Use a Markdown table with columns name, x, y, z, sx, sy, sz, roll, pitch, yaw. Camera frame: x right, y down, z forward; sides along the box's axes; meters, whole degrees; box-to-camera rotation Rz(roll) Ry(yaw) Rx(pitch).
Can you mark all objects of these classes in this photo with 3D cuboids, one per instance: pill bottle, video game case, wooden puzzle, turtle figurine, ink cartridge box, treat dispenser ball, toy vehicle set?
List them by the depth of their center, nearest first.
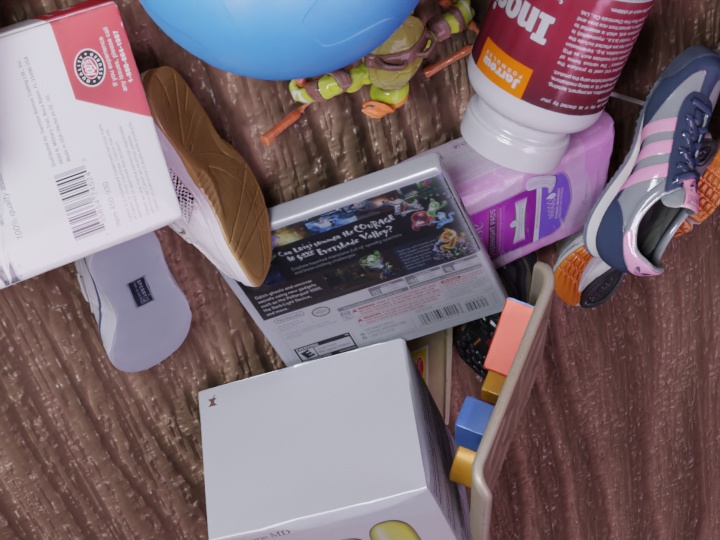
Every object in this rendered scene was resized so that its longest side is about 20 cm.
| name | x | y | z | sx | sy | sz | roll | pitch | yaw |
| --- | --- | --- | --- | --- | --- | --- | --- | --- | --- |
| treat dispenser ball | -0.048 | -0.214 | 0.849 | 0.200 | 0.201 | 0.202 | -21 | 138 | -21 |
| ink cartridge box | -0.232 | -0.070 | 0.895 | 0.199 | 0.083 | 0.148 | -22 | 108 | -20 |
| turtle figurine | 0.012 | -0.169 | 1.046 | 0.199 | 0.064 | 0.162 | -25 | 139 | -16 |
| pill bottle | 0.148 | -0.178 | 1.079 | 0.112 | 0.113 | 0.201 | -4 | 129 | -35 |
| video game case | 0.000 | 0.000 | 1.158 | 0.199 | 0.023 | 0.182 | -18 | 137 | 13 |
| wooden puzzle | 0.113 | 0.111 | 1.196 | 0.185 | 0.046 | 0.201 | 82 | 25 | -67 |
| toy vehicle set | 0.026 | 0.096 | 1.340 | 0.124 | 0.027 | 0.201 | -22 | 138 | -20 |

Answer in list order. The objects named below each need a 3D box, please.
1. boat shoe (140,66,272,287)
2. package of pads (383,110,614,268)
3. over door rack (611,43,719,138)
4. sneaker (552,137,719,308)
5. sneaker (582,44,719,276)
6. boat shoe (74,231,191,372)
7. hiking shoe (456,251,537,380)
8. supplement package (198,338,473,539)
| name | x | y | z | sx | sy | sz | roll | pitch | yaw |
| --- | --- | --- | --- | --- | --- | --- | --- | --- | --- |
| boat shoe | -0.127 | -0.064 | 1.040 | 0.069 | 0.071 | 0.200 | -7 | 134 | 24 |
| package of pads | 0.118 | -0.065 | 1.220 | 0.199 | 0.076 | 0.121 | -24 | 140 | -17 |
| over door rack | 0.285 | -0.191 | 1.239 | 0.199 | 0.067 | 0.148 | 13 | 118 | -44 |
| sneaker | 0.250 | -0.059 | 1.317 | 0.076 | 0.092 | 0.200 | 42 | 112 | -19 |
| sneaker | 0.265 | -0.087 | 1.200 | 0.070 | 0.082 | 0.201 | 15 | 103 | -38 |
| boat shoe | -0.173 | 0.003 | 1.068 | 0.073 | 0.066 | 0.200 | -23 | 150 | -18 |
| hiking shoe | 0.145 | 0.043 | 1.342 | 0.101 | 0.076 | 0.200 | -42 | 155 | -17 |
| supplement package | -0.016 | 0.191 | 1.251 | 0.190 | 0.148 | 0.200 | -15 | 143 | 9 |
